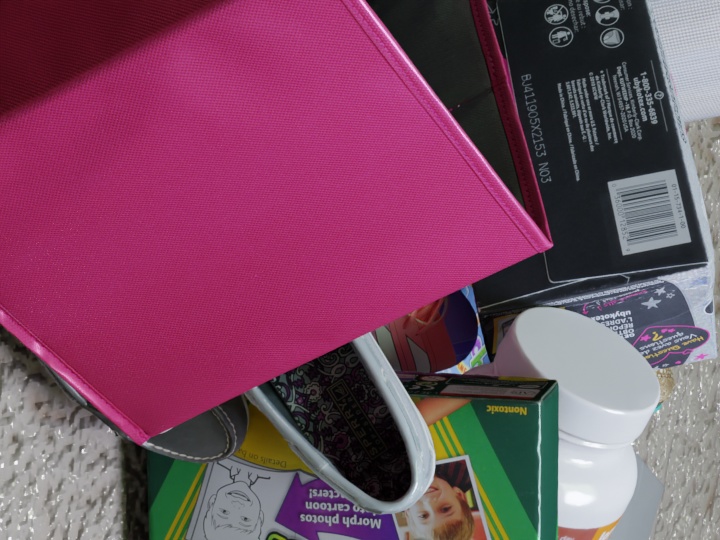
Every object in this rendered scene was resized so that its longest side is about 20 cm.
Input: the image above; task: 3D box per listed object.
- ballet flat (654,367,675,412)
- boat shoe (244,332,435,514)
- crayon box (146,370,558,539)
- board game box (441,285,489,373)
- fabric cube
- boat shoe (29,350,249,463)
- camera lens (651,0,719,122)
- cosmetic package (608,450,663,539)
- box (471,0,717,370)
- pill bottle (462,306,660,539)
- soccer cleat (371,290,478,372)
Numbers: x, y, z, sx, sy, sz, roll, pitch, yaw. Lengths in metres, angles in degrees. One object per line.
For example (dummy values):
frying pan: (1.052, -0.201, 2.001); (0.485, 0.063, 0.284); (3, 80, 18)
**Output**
ballet flat: (0.144, 0.022, 1.388); (0.070, 0.200, 0.066); (-2, 109, -15)
boat shoe: (-0.032, 0.026, 1.054); (0.201, 0.070, 0.072); (53, 0, -1)
crayon box: (-0.004, 0.139, 1.139); (0.058, 0.198, 0.174); (-31, 122, -73)
board game box: (0.010, 0.053, 1.302); (0.200, 0.036, 0.152); (-53, 137, -37)
fabric cube: (-0.066, -0.089, 0.934); (0.196, 0.198, 0.201); (46, 24, -45)
boat shoe: (-0.120, 0.035, 1.045); (0.200, 0.066, 0.057); (51, 26, -33)
camera lens: (0.219, -0.176, 1.423); (0.160, 0.198, 0.161); (-9, 90, -72)
cosmetic package: (0.117, 0.146, 1.414); (0.200, 0.089, 0.108); (52, 54, -64)
box: (0.118, -0.048, 1.285); (0.115, 0.131, 0.201); (71, 9, -60)
pill bottle: (0.076, 0.123, 1.212); (0.112, 0.112, 0.201); (-23, 146, -54)
soccer cleat: (0.000, 0.000, 1.194); (0.199, 0.076, 0.067); (31, 60, -35)
